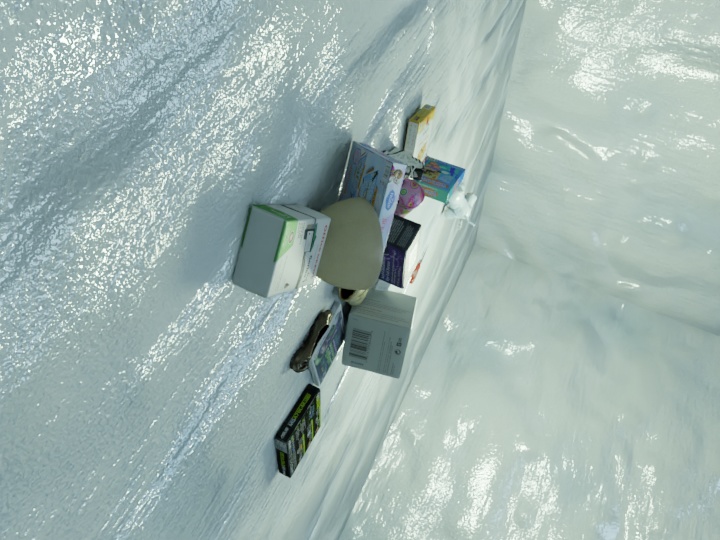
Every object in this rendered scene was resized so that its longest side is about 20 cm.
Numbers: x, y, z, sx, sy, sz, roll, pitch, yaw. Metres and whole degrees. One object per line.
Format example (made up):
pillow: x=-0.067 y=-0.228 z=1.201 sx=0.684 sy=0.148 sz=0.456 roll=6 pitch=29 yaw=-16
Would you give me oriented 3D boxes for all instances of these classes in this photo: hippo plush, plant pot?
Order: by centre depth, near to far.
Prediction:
plant pot: x=-0.055 y=-0.054 z=1.258 sx=0.131 sy=0.201 sz=0.205 roll=-5 pitch=123 yaw=-28
hippo plush: x=0.424 y=-0.311 z=2.612 sx=0.161 sy=0.156 sz=0.204 roll=47 pitch=44 yaw=-39

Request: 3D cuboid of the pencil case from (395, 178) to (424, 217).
pencil case: x=0.113 y=-0.195 z=1.641 sx=0.089 sy=0.086 sz=0.200 roll=-66 pitch=-170 yaw=-11

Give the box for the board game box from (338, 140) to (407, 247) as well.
board game box: x=0.016 y=-0.170 z=1.317 sx=0.040 sy=0.199 sz=0.205 roll=4 pitch=112 yaw=-30

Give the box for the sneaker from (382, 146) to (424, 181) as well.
sneaker: x=0.115 y=-0.284 z=1.607 sx=0.201 sy=0.113 sz=0.077 roll=-46 pitch=153 yaw=-53

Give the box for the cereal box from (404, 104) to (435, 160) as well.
cereal box: x=0.175 y=-0.389 z=1.786 sx=0.144 sy=0.039 sz=0.204 roll=-52 pitch=156 yaw=-47

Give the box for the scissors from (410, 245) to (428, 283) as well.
scissors: x=0.263 y=-0.027 z=2.582 sx=0.074 sy=0.014 sz=0.202 roll=87 pitch=27 yaw=-49

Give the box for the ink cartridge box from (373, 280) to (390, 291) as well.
ink cartridge box: x=0.083 y=-0.048 z=1.737 sx=0.111 sy=0.049 sz=0.203 roll=-104 pitch=-152 yaw=-43

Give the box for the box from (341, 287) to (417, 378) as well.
box: x=0.059 y=0.186 z=1.793 sx=0.173 sy=0.194 sz=0.204 roll=-70 pitch=171 yaw=-58

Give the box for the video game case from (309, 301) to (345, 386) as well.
video game case: x=-0.095 y=0.216 z=1.679 sx=0.202 sy=0.023 sz=0.184 roll=84 pitch=30 yaw=-57

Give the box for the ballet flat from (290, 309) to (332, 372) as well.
ballet flat: x=-0.119 y=0.187 z=1.526 sx=0.068 sy=0.045 sz=0.202 roll=93 pitch=24 yaw=-48

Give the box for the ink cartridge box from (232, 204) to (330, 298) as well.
ink cartridge box: x=-0.144 y=-0.043 z=1.103 sx=0.199 sy=0.083 sz=0.150 roll=-17 pitch=126 yaw=-68

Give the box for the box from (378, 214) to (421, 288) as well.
box: x=0.047 y=-0.069 z=1.495 sx=0.105 sy=0.196 sz=0.150 roll=-56 pitch=158 yaw=-35

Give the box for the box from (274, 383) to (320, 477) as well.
box: x=-0.176 y=0.463 z=1.673 sx=0.203 sy=0.046 sz=0.195 roll=92 pitch=22 yaw=-45

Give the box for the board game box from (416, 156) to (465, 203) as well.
board game box: x=0.259 y=-0.313 z=1.981 sx=0.200 sy=0.149 sz=0.046 roll=-49 pitch=156 yaw=-48

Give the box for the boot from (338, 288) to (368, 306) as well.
boot: x=0.000 y=0.000 z=1.647 sx=0.204 sy=0.071 sz=0.155 roll=-64 pitch=166 yaw=-2
